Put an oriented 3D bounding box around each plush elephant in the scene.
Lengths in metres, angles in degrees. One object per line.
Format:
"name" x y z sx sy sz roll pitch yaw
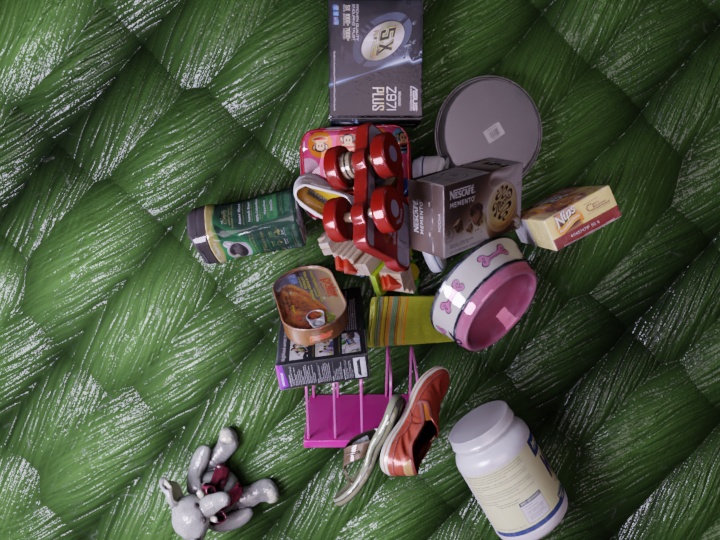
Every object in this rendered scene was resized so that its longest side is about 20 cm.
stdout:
"plush elephant" -0.267 0.403 1.076 0.197 0.155 0.167 -31 94 2

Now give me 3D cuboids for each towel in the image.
"towel" 0.102 0.088 1.078 0.195 0.018 0.089 0 101 -27

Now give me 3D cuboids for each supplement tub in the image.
"supplement tub" 0.255 0.350 1.078 0.143 0.145 0.203 -32 94 2

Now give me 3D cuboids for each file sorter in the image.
"file sorter" 0.002 0.207 1.057 0.193 0.140 0.129 -1 110 0

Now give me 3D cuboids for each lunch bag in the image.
"lunch bag" -0.007 -0.159 1.077 0.193 0.082 0.182 -3 98 1

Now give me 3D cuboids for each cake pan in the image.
"cake pan" 0.229 -0.243 1.088 0.193 0.037 0.207 0 94 0

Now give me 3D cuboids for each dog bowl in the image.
"dog bowl" 0.213 0.047 1.028 0.200 0.200 0.074 -47 55 2

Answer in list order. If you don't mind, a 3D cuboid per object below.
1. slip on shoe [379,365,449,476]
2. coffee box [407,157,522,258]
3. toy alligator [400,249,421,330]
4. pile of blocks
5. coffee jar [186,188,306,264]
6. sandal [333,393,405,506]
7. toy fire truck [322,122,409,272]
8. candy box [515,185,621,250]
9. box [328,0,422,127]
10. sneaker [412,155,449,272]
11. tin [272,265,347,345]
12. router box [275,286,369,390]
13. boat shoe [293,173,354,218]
"slip on shoe" 0.098 0.231 0.946 0.060 0.201 0.076 5 130 33
"coffee box" 0.172 -0.106 0.995 0.197 0.079 0.117 -19 116 -37
"toy alligator" 0.084 0.008 1.103 0.054 0.058 0.205 -29 105 -41
"pile of blocks" 0.000 0.000 1.070 0.196 0.062 0.084 27 139 20
"coffee jar" -0.196 -0.074 1.066 0.194 0.105 0.088 -11 64 0
"sandal" 0.008 0.278 0.976 0.056 0.080 0.205 28 98 9
"toy fire truck" 0.030 -0.113 0.960 0.109 0.167 0.207 -9 72 30
"candy box" 0.331 -0.089 1.017 0.113 0.200 0.056 -27 96 2
"box" 0.025 -0.354 1.055 0.158 0.086 0.207 1 94 -1
"sneaker" 0.136 -0.100 1.073 0.069 0.073 0.207 -7 94 26
"tin" -0.084 0.055 1.035 0.109 0.201 0.043 -19 121 -7
"router box" -0.063 0.107 1.033 0.144 0.202 0.052 -7 120 1
"boat shoe" -0.022 -0.094 1.014 0.196 0.070 0.072 29 108 -10
